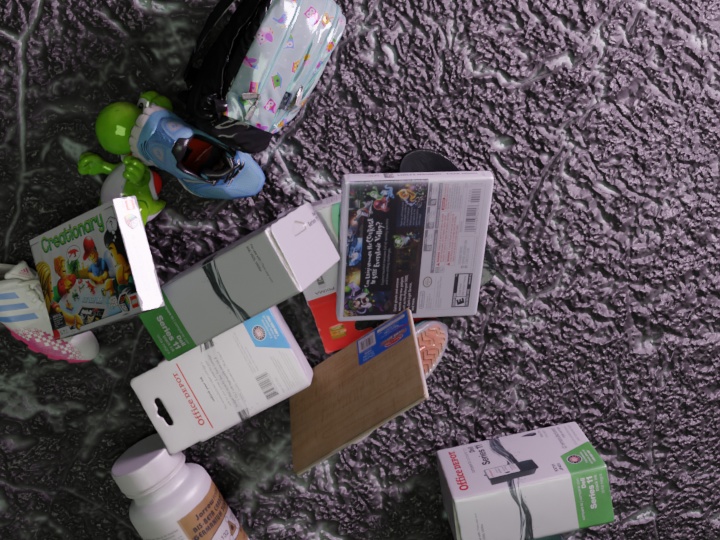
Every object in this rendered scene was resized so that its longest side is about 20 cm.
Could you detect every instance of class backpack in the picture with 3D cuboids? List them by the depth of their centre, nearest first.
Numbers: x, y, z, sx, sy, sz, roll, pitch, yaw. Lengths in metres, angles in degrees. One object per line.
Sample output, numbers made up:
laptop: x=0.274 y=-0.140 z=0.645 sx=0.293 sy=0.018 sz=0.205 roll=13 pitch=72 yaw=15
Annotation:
backpack: x=-0.110 y=-0.240 z=1.171 sx=0.126 sy=0.167 sz=0.200 roll=25 pitch=99 yaw=-30

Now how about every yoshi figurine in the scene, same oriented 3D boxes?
yoshi figurine: x=-0.283 y=-0.116 z=1.211 sx=0.112 sy=0.112 sz=0.201 roll=18 pitch=102 yaw=-3

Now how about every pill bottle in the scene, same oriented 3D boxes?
pill bottle: x=-0.234 y=0.316 z=1.346 sx=0.114 sy=0.114 sz=0.200 roll=-27 pitch=108 yaw=4

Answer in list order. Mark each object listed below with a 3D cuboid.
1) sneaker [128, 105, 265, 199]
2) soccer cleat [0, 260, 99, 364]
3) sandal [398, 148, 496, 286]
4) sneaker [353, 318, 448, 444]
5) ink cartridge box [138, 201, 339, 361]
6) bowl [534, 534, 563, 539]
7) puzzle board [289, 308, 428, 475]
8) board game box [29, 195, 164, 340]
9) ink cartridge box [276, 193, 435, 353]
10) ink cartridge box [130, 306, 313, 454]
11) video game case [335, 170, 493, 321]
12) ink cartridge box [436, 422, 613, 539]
sneaker: x=-0.173 y=-0.117 z=1.186 sx=0.200 sy=0.090 sz=0.079 roll=20 pitch=98 yaw=-56
soccer cleat: x=-0.403 y=0.041 z=1.265 sx=0.200 sy=0.070 sz=0.086 roll=30 pitch=112 yaw=-12
sandal: x=0.116 y=-0.065 z=1.289 sx=0.075 sy=0.048 sz=0.201 roll=-30 pitch=109 yaw=5
sneaker: x=0.024 y=0.130 z=1.335 sx=0.200 sy=0.080 sz=0.071 roll=-44 pitch=124 yaw=-12
ink cartridge box: x=-0.140 y=0.011 z=1.208 sx=0.200 sy=0.147 sz=0.083 roll=-27 pitch=96 yaw=24
bowl: x=0.202 y=0.400 z=1.386 sx=0.200 sy=0.201 sz=0.105 roll=-13 pitch=74 yaw=-1
puzzle board: x=-0.006 y=0.149 z=1.276 sx=0.200 sy=0.151 sz=0.017 roll=-33 pitch=126 yaw=20
board game box: x=-0.307 y=0.001 z=1.189 sx=0.200 sy=0.035 sz=0.127 roll=-17 pitch=87 yaw=44
ink cartridge box: x=0.000 y=0.000 z=1.302 sx=0.160 sy=0.050 sz=0.201 roll=-18 pitch=106 yaw=1
ink cartridge box: x=-0.174 y=0.134 z=1.310 sx=0.200 sy=0.068 sz=0.116 roll=-27 pitch=97 yaw=4
video game case: x=0.063 y=-0.028 z=1.267 sx=0.181 sy=0.023 sz=0.201 roll=-2 pitch=123 yaw=-9
ink cartridge box: x=0.208 y=0.280 z=1.347 sx=0.199 sy=0.147 sz=0.083 roll=-12 pitch=106 yaw=-2
